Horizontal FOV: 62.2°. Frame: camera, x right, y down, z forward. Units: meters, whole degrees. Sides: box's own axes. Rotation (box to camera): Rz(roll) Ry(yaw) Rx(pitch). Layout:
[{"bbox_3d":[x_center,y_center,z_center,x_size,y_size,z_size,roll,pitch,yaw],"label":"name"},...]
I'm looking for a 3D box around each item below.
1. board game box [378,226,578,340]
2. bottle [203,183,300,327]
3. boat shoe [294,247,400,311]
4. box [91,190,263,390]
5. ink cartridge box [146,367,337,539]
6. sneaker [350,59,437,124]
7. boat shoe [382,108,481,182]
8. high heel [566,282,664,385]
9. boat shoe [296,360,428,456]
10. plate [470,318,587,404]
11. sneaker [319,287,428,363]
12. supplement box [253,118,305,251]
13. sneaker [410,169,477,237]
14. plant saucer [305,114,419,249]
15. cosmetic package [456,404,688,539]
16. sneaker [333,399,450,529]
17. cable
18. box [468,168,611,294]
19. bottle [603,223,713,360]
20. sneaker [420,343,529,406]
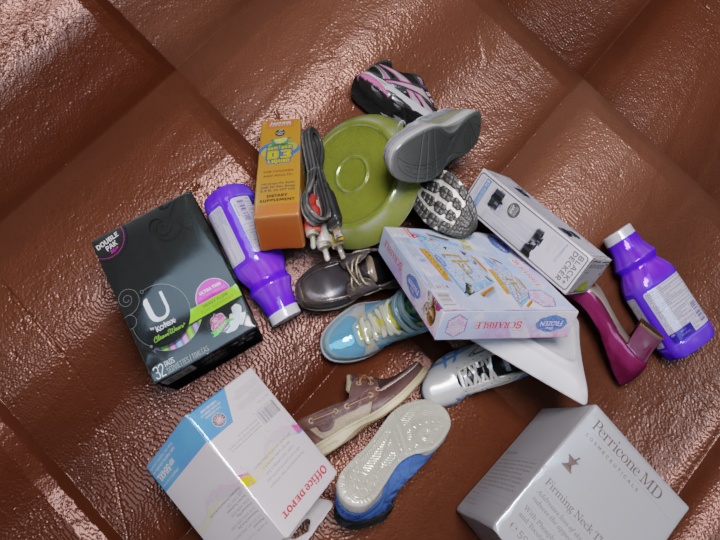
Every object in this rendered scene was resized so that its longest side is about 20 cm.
[{"bbox_3d":[0.145,0.012,0.775,0.193,0.042,0.201,2,31,-22],"label":"board game box"},{"bbox_3d":[-0.148,-0.021,0.845,0.064,0.083,0.204,-30,84,23],"label":"bottle"},{"bbox_3d":[0.000,0.000,0.846,0.195,0.073,0.077,-19,79,-22],"label":"boat shoe"},{"bbox_3d":[-0.239,0.031,0.802,0.145,0.125,0.204,-27,79,-11],"label":"box"},{"bbox_3d":[-0.136,0.255,0.733,0.201,0.128,0.125,48,121,7],"label":"ink cartridge box"},{"bbox_3d":[0.086,-0.262,0.935,0.198,0.080,0.087,40,64,-2],"label":"sneaker"},{"bbox_3d":[0.092,-0.178,0.813,0.064,0.076,0.200,24,43,33],"label":"boat shoe"},{"bbox_3d":[0.341,0.076,0.893,0.199,0.067,0.098,43,117,25],"label":"high heel"},{"bbox_3d":[0.002,0.175,0.823,0.197,0.072,0.073,-33,82,-6],"label":"boat shoe"},{"bbox_3d":[0.228,0.068,0.825,0.196,0.033,0.201,30,31,1],"label":"plate"},{"bbox_3d":[0.036,0.065,0.820,0.195,0.131,0.082,-23,81,-11],"label":"sneaker"},{"bbox_3d":[-0.111,-0.126,0.842,0.064,0.070,0.204,-5,49,0],"label":"supplement box"},{"bbox_3d":[0.097,-0.113,0.873,0.199,0.088,0.078,41,98,27],"label":"sneaker"},{"bbox_3d":[-0.007,-0.135,0.864,0.194,0.031,0.208,-7,75,27],"label":"plant saucer"},{"bbox_3d":[0.260,0.307,0.767,0.199,0.167,0.168,-42,83,-15],"label":"cosmetic package"},{"bbox_3d":[0.039,0.262,0.799,0.076,0.113,0.198,38,51,21],"label":"sneaker"},{"bbox_3d":[-0.068,-0.114,0.820,0.050,0.096,0.205,-29,64,23],"label":"cable"},{"bbox_3d":[0.248,-0.055,0.845,0.200,0.115,0.061,45,113,25],"label":"box"},{"bbox_3d":[0.440,0.029,0.898,0.082,0.065,0.204,-29,81,-12],"label":"bottle"},{"bbox_3d":[0.175,0.136,0.848,0.194,0.073,0.074,-21,81,-9],"label":"sneaker"}]
